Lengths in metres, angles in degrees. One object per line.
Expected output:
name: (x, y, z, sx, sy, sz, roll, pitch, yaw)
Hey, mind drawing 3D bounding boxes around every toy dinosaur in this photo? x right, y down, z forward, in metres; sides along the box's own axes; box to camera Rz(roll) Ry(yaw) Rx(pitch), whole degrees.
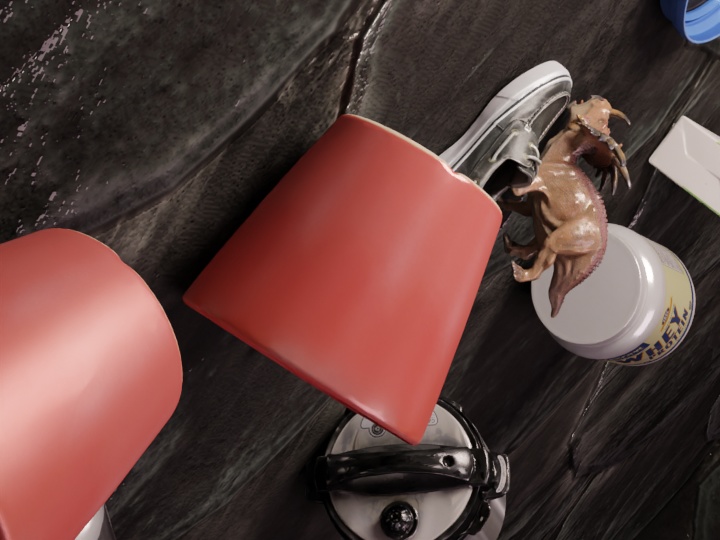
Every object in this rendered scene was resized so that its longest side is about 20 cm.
toy dinosaur: (0.197, -0.058, 1.334, 0.134, 0.203, 0.086, -10, -177, 2)

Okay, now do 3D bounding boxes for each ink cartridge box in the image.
ink cartridge box: (0.424, -0.106, 1.666, 0.068, 0.117, 0.199, -55, 154, 14)

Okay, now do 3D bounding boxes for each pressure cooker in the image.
pressure cooker: (0.054, 0.215, 1.439, 0.176, 0.179, 0.200, -44, 155, -4)

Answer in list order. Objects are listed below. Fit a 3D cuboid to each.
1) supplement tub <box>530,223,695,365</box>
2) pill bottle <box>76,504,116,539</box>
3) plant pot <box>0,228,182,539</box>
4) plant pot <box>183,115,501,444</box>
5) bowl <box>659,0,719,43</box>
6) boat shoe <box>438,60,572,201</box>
supplement tub: (0.277, 0.027, 1.580, 0.146, 0.145, 0.199, -54, 154, 11)
pill bottle: (-0.232, 0.193, 1.019, 0.113, 0.114, 0.201, -37, 152, -24)
plant pot: (-0.210, 0.077, 0.827, 0.177, 0.199, 0.202, -38, 154, -45)
plant pot: (0.000, 0.000, 1.044, 0.178, 0.199, 0.200, -58, 155, -6)
bowl: (0.359, -0.313, 1.372, 0.200, 0.039, 0.202, -38, 152, -24)
boat shoe: (0.124, -0.096, 1.250, 0.200, 0.071, 0.072, -45, 154, -11)
